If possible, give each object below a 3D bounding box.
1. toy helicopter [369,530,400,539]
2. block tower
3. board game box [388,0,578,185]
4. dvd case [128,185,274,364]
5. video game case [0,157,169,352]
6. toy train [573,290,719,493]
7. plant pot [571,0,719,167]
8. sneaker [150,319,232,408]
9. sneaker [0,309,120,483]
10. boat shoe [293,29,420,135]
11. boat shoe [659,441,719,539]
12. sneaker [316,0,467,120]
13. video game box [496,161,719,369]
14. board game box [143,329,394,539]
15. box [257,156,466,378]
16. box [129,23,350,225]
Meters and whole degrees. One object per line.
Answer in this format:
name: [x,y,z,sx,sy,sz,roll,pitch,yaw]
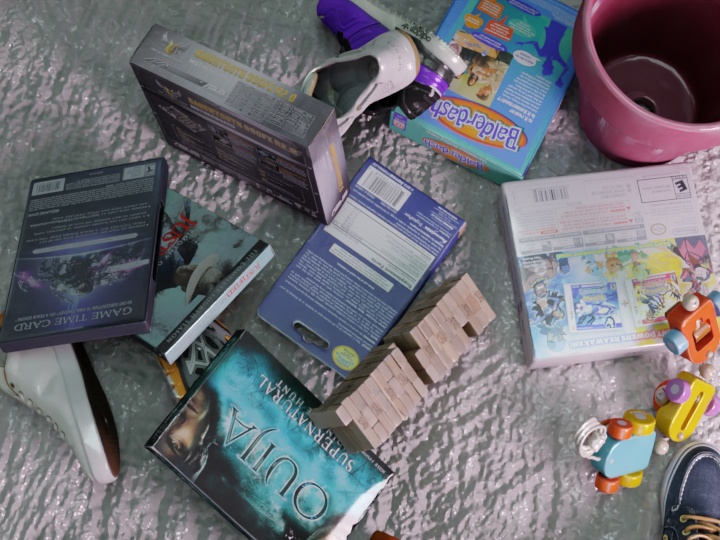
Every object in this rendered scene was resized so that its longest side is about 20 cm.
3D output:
toy helicopter: [0.076,0.298,1.072,0.198,0.132,0.079,28,72,6]
block tower: [0.042,0.088,1.148,0.200,0.054,0.058,-43,101,-31]
board game box: [0.139,-0.202,1.282,0.151,0.045,0.201,28,72,6]
dvd case: [-0.198,-0.010,1.166,0.199,0.022,0.146,30,65,31]
video game case: [-0.256,-0.018,1.163,0.141,0.019,0.202,-9,51,9]
toy train: [0.266,0.109,1.154,0.200,0.151,0.056,-42,39,-11]
plant pot: [0.294,-0.194,1.217,0.197,0.179,0.203,1,72,-3]
sneaker: [-0.148,0.090,1.158,0.076,0.078,0.202,-21,73,-14]
sneaker: [-0.286,0.118,1.150,0.084,0.073,0.201,-26,67,-2]
boat shoe: [-0.033,-0.168,1.188,0.069,0.199,0.071,-25,85,-48]
boat shoe: [0.310,0.249,1.122,0.070,0.091,0.203,13,72,1]
sneaker: [0.007,-0.212,1.242,0.200,0.069,0.100,36,91,39]
video game box: [0.247,-0.006,1.225,0.197,0.047,0.185,-6,71,-5]
board game box: [-0.078,0.170,1.113,0.200,0.028,0.136,44,69,-15]
box: [0.000,0.000,1.216,0.121,0.032,0.201,34,72,8]
box: [-0.110,-0.136,1.173,0.198,0.159,0.049,27,71,16]
